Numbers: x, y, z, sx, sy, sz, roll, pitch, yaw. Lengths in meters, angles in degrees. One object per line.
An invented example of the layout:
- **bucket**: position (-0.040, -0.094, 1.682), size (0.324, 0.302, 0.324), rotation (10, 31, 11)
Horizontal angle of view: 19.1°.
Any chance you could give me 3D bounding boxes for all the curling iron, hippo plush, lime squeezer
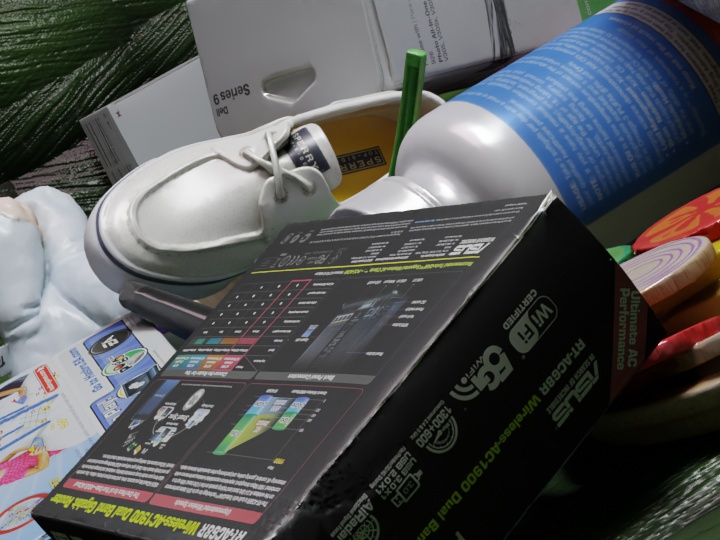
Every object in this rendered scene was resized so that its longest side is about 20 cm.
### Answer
- **curling iron**: position (-0.026, 0.033, 0.910), size (0.199, 0.026, 0.050), rotation (12, 42, 35)
- **hippo plush**: position (-0.144, 0.006, 1.290), size (0.160, 0.160, 0.200), rotation (-25, 8, 23)
- **lime squeezer**: position (0.000, 0.000, 0.995), size (0.037, 0.202, 0.070), rotation (15, -9, 37)

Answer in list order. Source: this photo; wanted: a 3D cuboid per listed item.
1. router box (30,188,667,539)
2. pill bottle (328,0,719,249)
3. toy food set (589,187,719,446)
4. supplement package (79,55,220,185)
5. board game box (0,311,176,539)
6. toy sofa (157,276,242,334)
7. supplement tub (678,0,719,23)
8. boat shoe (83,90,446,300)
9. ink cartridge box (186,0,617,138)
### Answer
- **router box**: position (-0.011, 0.053, 0.707), size (0.150, 0.062, 0.200), rotation (-48, 18, -20)
- **pill bottle**: position (0.085, -0.039, 0.956), size (0.199, 0.113, 0.112), rotation (-31, 8, -25)
- **toy food set**: position (0.144, 0.000, 0.741), size (0.197, 0.049, 0.200), rotation (-30, 8, -12)
- **supplement package**: position (-0.246, -0.186, 2.887), size (0.199, 0.157, 0.111), rotation (-32, 8, -27)
- **board game box**: position (-0.145, 0.107, 0.887), size (0.195, 0.056, 0.200), rotation (-30, 19, -9)
- **toy sofa**: position (-0.025, -0.007, 1.141), size (0.199, 0.083, 0.098), rotation (-24, -35, -52)
- **supplement tub**: position (0.200, -0.158, 0.895), size (0.145, 0.199, 0.146), rotation (-37, -34, -30)
- **boat shoe**: position (-0.038, -0.043, 1.012), size (0.199, 0.071, 0.070), rotation (-17, -18, -34)
- **ink cartridge box**: position (0.028, -0.138, 1.166), size (0.199, 0.085, 0.145), rotation (-18, 3, -44)
